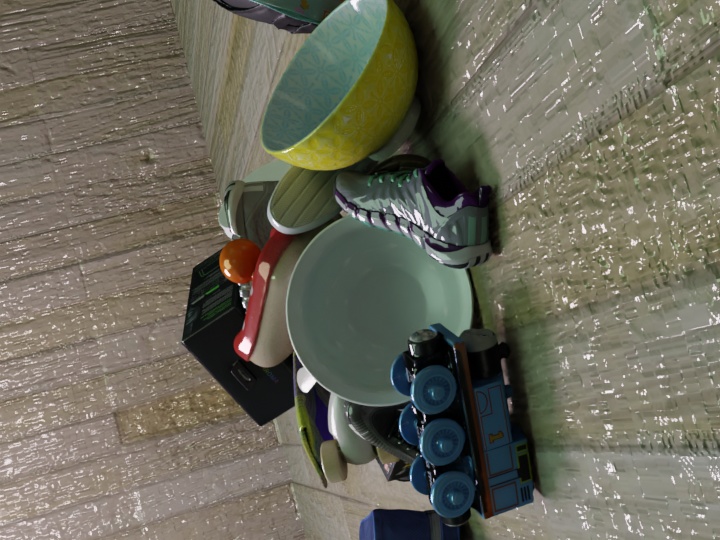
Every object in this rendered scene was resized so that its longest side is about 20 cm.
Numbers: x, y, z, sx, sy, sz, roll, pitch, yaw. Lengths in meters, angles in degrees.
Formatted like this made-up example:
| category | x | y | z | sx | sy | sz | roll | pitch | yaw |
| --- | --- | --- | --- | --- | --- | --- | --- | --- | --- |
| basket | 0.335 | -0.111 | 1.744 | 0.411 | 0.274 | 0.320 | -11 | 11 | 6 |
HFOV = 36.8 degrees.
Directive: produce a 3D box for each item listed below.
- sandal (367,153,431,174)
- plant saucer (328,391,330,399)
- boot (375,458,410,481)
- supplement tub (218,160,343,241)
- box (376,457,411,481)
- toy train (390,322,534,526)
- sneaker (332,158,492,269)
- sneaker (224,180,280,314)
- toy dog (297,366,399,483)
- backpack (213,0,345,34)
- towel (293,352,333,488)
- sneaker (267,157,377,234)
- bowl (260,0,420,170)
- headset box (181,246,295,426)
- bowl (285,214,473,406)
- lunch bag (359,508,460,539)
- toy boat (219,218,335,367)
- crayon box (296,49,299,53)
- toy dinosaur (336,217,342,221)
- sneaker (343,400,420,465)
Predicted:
| category | x | y | z | sx | sy | sz | roll | pitch | yaw |
| --- | --- | --- | --- | --- | --- | --- | --- | --- | --- |
| sandal | 0.042 | -0.085 | 1.195 | 0.200 | 0.080 | 0.055 | 90 | -176 | -70 |
| plant saucer | -0.034 | 0.088 | 1.357 | 0.070 | 0.019 | 0.203 | -137 | 37 | -63 |
| boot | 0.049 | 0.183 | 1.439 | 0.203 | 0.069 | 0.132 | 69 | 159 | 5 |
| supplement tub | -0.083 | -0.033 | 1.453 | 0.201 | 0.144 | 0.145 | 50 | -178 | -30 |
| box | 0.041 | 0.135 | 1.325 | 0.159 | 0.048 | 0.202 | 60 | 148 | 33 |
| toy train | 0.099 | 0.146 | 1.046 | 0.087 | 0.113 | 0.203 | -150 | 47 | -69 |
| sneaker | 0.053 | -0.079 | 1.051 | 0.199 | 0.074 | 0.089 | 28 | 125 | 37 |
| sneaker | -0.096 | -0.018 | 1.331 | 0.075 | 0.113 | 0.203 | -95 | -4 | -63 |
| toy dog | -0.012 | 0.146 | 1.277 | 0.096 | 0.129 | 0.204 | -85 | -1 | -74 |
| backpack | -0.090 | -0.350 | 1.221 | 0.200 | 0.174 | 0.155 | 49 | 120 | 51 |
| towel | -0.058 | 0.158 | 1.395 | 0.202 | 0.022 | 0.145 | -93 | -11 | -45 |
| sneaker | -0.027 | -0.103 | 1.198 | 0.073 | 0.200 | 0.071 | 43 | 155 | 8 |
| bowl | -0.002 | -0.176 | 1.116 | 0.107 | 0.201 | 0.200 | 33 | -171 | -27 |
| headset box | -0.149 | 0.085 | 1.472 | 0.175 | 0.092 | 0.201 | 51 | -164 | -27 |
| bowl | 0.025 | 0.039 | 1.158 | 0.090 | 0.198 | 0.204 | 4 | -109 | -81 |
| lunch bag | 0.072 | 0.378 | 1.392 | 0.200 | 0.130 | 0.138 | 113 | 157 | -71 |
| toy boat | -0.107 | 0.010 | 1.247 | 0.130 | 0.130 | 0.202 | 30 | 128 | 18 |
| crayon box | -0.032 | -0.194 | 1.415 | 0.127 | 0.050 | 0.203 | -146 | 43 | -73 |
| toy dinosaur | 0.000 | 0.000 | 1.357 | 0.077 | 0.101 | 0.202 | -116 | 21 | -44 |
| sneaker | 0.068 | 0.186 | 1.190 | 0.199 | 0.067 | 0.090 | 37 | 170 | -34 |
